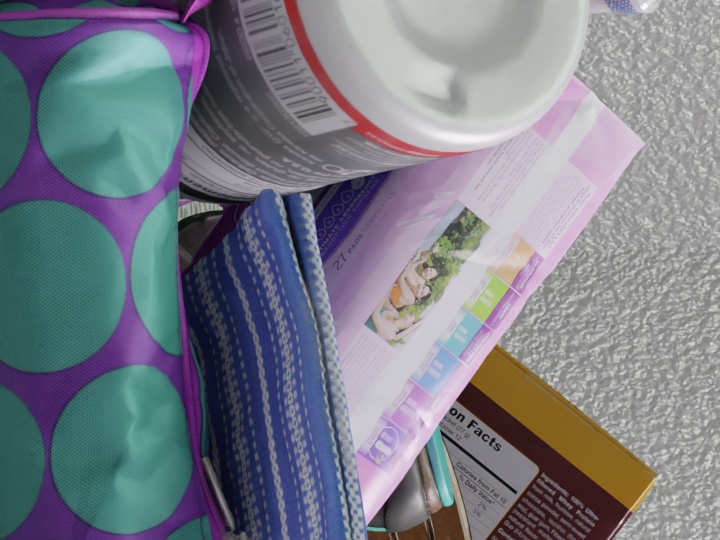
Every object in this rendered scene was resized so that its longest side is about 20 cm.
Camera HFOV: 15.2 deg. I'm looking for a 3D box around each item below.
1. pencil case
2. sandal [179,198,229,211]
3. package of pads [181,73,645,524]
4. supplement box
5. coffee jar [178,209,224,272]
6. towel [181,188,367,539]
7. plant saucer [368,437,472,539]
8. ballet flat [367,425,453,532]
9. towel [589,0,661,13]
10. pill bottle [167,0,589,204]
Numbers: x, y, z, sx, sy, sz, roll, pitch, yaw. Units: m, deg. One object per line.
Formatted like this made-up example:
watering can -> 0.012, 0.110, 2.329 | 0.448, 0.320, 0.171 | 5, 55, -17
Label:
pencil case -> -0.084, 0.013, 0.833 | 0.085, 0.092, 0.201 | -51, 137, -83
sandal -> -0.069, -0.046, 1.116 | 0.203, 0.082, 0.050 | -6, 82, -73
package of pads -> 0.000, 0.000, 0.977 | 0.076, 0.200, 0.120 | 38, -4, -33
supplement box -> 0.036, 0.141, 1.348 | 0.200, 0.133, 0.197 | -51, 173, -1
coffee jar -> -0.047, 0.037, 1.290 | 0.200, 0.085, 0.105 | 61, 27, -80
towel -> -0.054, 0.073, 0.892 | 0.200, 0.024, 0.146 | -40, -124, 57
plant saucer -> 0.008, 0.112, 1.144 | 0.200, 0.034, 0.201 | -16, 90, -71
ballet flat -> -0.008, 0.006, 1.070 | 0.068, 0.068, 0.201 | 66, 17, -66
towel -> 0.007, -0.153, 0.918 | 0.024, 0.199, 0.147 | -45, 125, -31
pill bottle -> -0.026, -0.083, 0.909 | 0.200, 0.113, 0.115 | -10, -99, 54
